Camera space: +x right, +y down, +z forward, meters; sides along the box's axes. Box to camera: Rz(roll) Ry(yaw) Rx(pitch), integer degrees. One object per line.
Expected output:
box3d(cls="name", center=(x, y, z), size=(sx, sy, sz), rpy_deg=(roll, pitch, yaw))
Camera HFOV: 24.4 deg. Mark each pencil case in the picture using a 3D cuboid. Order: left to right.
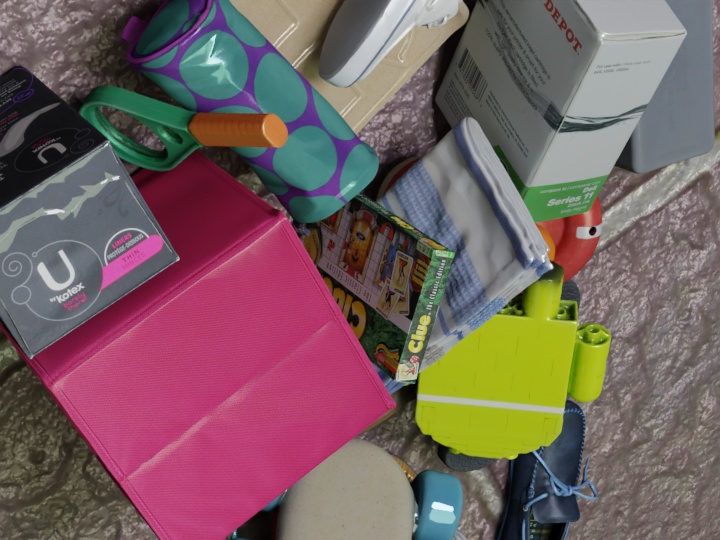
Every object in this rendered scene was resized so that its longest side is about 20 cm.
box3d(cls="pencil case", center=(-0.078, -0.118, 1.215), size=(0.200, 0.092, 0.085), rpy_deg=(44, 67, -33))

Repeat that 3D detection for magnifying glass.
box3d(cls="magnifying glass", center=(-0.127, -0.099, 1.176), size=(0.080, 0.200, 0.022), rpy_deg=(48, 60, -37))

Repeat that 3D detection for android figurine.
box3d(cls="android figurine", center=(0.109, 0.076, 1.354), size=(0.182, 0.041, 0.200), rpy_deg=(4, 125, 3))

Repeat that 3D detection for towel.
box3d(cls="towel", center=(0.049, -0.007, 1.296), size=(0.024, 0.147, 0.200), rpy_deg=(8, 138, -48))

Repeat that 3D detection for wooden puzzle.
box3d(cls="wooden puzzle", center=(-0.040, -0.191, 1.278), size=(0.200, 0.046, 0.185), rpy_deg=(-44, 124, -1))

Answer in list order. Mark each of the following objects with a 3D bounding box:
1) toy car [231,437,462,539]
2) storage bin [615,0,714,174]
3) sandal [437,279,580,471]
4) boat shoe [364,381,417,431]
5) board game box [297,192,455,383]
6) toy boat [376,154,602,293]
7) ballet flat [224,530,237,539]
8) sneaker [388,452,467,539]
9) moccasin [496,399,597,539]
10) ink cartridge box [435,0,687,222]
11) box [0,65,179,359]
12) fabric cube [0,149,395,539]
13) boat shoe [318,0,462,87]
box3d(cls="toy car", center=(-0.036, 0.248, 1.403), size=(0.184, 0.200, 0.177), rpy_deg=(13, 63, -12))
box3d(cls="storage bin", center=(0.228, -0.179, 1.373), size=(0.145, 0.134, 0.200), rpy_deg=(-17, 118, -22))
box3d(cls="sandal", center=(0.131, 0.092, 1.493), size=(0.076, 0.043, 0.200), rpy_deg=(40, 79, -42))
box3d(cls="boat shoe", center=(0.039, 0.078, 1.426), size=(0.200, 0.063, 0.073), rpy_deg=(-21, 104, -24))
box3d(cls="board game box", center=(0.000, 0.000, 1.281), size=(0.023, 0.200, 0.105), rpy_deg=(5, 107, -31))
box3d(cls="toy boat", center=(0.116, -0.027, 1.375), size=(0.200, 0.131, 0.131), rpy_deg=(-8, 114, -26))
box3d(cls="ballet flat", center=(-0.135, 0.292, 1.418), size=(0.075, 0.068, 0.200), rpy_deg=(-5, 108, -4))
box3d(cls="sneaker", center=(0.053, 0.244, 1.495), size=(0.075, 0.088, 0.200), rpy_deg=(-29, 101, 9))
box3d(cls="moccasin", center=(0.180, 0.218, 1.549), size=(0.080, 0.068, 0.200), rpy_deg=(-2, 110, -28))
box3d(cls="ink cartridge box", center=(0.149, -0.157, 1.284), size=(0.083, 0.147, 0.200), rpy_deg=(-9, 145, -27))
box3d(cls="box", center=(-0.228, -0.045, 1.137), size=(0.122, 0.200, 0.106), rpy_deg=(-34, 122, -12))
box3d(cls="fabric cube", center=(-0.132, 0.056, 1.234), size=(0.199, 0.196, 0.200), rpy_deg=(-37, 122, -11))
box3d(cls="boat shoe", center=(0.047, -0.211, 1.238), size=(0.065, 0.074, 0.200), rpy_deg=(33, 97, -29))
